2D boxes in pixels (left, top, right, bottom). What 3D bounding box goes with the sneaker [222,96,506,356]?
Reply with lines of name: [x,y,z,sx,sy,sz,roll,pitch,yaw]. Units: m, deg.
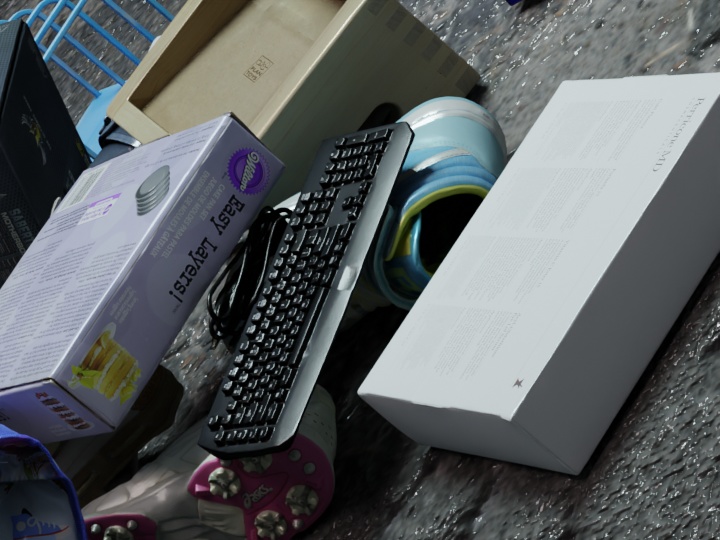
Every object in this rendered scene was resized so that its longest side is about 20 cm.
sneaker: [0.000,0.000,1.366,0.200,0.080,0.131,-44,22,16]

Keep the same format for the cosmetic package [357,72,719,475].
cosmetic package: [0.101,-0.003,1.219,0.200,0.052,0.151,-56,21,-14]

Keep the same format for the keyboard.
keyboard: [-0.043,0.006,1.309,0.104,0.040,0.200,-16,44,49]

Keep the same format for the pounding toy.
pounding toy: [-0.050,-0.084,1.549,0.200,0.142,0.184,-52,37,1]

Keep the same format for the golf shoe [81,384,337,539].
golf shoe: [-0.088,0.123,1.361,0.200,0.075,0.092,-28,22,27]

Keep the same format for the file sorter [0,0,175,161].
file sorter: [-0.218,-0.126,1.901,0.200,0.123,0.139,-11,45,56]

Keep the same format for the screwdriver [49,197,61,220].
screwdriver: [-0.208,0.040,1.541,0.028,0.029,0.200,-52,-23,-60]

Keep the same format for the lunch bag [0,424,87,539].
lunch bag: [-0.215,0.176,1.331,0.170,0.124,0.200,5,94,60]

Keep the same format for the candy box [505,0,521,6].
candy box: [0.156,-0.269,1.492,0.200,0.077,0.169,-24,34,45]

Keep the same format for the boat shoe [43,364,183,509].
boat shoe: [-0.166,0.113,1.509,0.200,0.068,0.075,127,162,-50]

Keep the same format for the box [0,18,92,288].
box: [-0.209,-0.041,1.655,0.051,0.200,0.158,-17,30,11]

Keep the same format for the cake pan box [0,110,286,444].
cake pan box: [-0.147,0.012,1.396,0.200,0.052,0.184,-16,36,57]

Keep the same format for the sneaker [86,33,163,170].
sneaker: [-0.134,-0.086,1.716,0.146,0.077,0.202,-65,3,-11]
